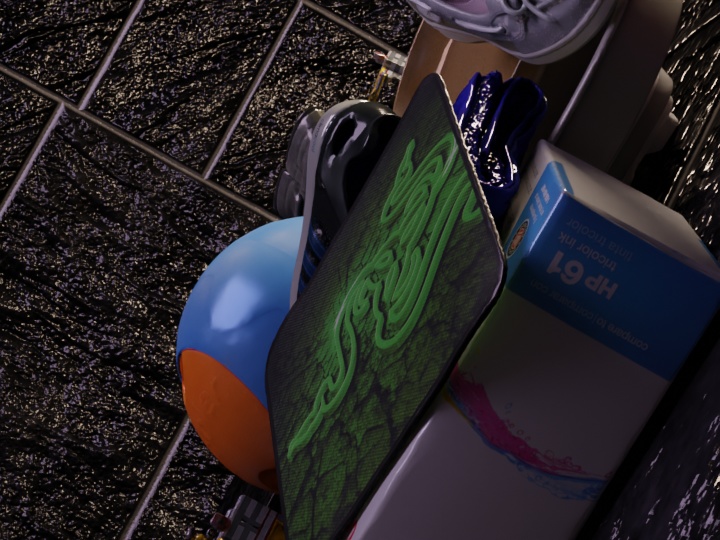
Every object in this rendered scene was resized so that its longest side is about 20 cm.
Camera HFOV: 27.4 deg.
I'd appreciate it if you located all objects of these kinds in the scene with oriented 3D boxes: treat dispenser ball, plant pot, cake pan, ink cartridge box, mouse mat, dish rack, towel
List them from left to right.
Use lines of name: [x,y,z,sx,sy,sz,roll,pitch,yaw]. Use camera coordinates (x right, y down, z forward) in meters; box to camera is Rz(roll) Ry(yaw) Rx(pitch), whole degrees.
treat dispenser ball: [-0.031,0.061,1.053,0.202,0.200,0.201,-61,4,8]
mouse mat: [0.002,0.027,0.675,0.200,0.007,0.161,-58,27,30]
towel: [0.021,0.001,0.746,0.200,0.049,0.148,-60,0,28]
plant pot: [0.076,-0.140,0.906,0.200,0.027,0.201,-53,24,36]
ink cartridge box: [0.070,0.055,0.668,0.201,0.084,0.145,-62,3,13]
cake pan: [0.115,-0.088,0.814,0.201,0.037,0.200,-61,5,9]
dish rack: [0.138,-0.064,0.914,0.172,0.043,0.200,-60,4,16]

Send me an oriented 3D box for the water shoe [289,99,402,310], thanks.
water shoe: [0.000,0.000,0.892,0.079,0.071,0.201,-149,54,-64]

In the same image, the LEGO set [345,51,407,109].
LEGO set: [0.027,-0.090,1.239,0.154,0.115,0.201,-66,-1,-58]

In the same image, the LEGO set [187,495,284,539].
LEGO set: [-0.081,0.233,0.983,0.154,0.115,0.200,-62,3,-15]

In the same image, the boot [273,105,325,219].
boot: [-0.007,-0.087,1.140,0.068,0.131,0.201,-14,-39,-41]

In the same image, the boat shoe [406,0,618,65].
boat shoe: [0.073,-0.159,0.794,0.202,0.065,0.075,27,94,63]
